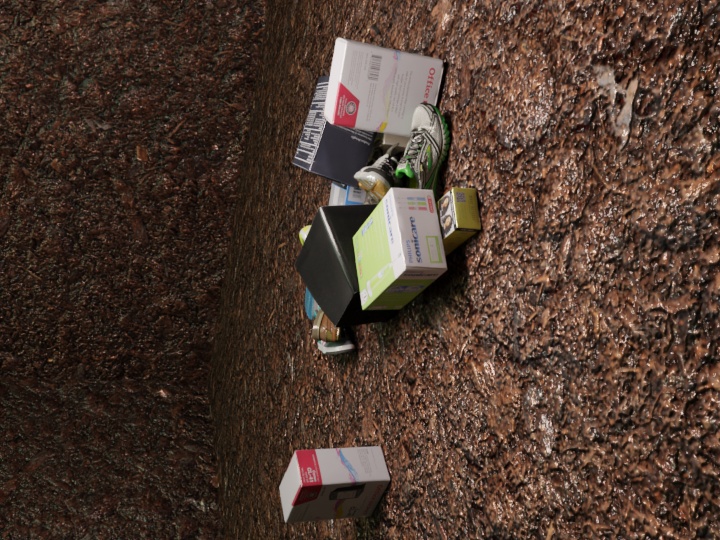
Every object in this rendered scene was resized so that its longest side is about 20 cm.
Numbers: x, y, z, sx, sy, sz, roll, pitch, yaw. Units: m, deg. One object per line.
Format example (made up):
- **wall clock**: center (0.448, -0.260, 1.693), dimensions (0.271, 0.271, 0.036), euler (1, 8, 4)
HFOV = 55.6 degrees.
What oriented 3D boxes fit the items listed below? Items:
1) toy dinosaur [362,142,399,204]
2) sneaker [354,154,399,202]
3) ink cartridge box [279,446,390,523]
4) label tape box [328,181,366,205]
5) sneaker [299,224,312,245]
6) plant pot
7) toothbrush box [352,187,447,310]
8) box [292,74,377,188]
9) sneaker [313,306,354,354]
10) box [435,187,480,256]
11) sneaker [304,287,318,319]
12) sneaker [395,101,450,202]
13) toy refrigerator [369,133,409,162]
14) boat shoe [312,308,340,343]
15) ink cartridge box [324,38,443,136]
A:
- **toy dinosaur**: center (0.052, -0.199, 1.443), dimensions (0.102, 0.077, 0.200), euler (45, 132, 3)
- **sneaker**: center (0.040, -0.185, 1.292), dimensions (0.088, 0.075, 0.200), euler (-51, 5, 3)
- **ink cartridge box**: center (-0.055, 0.441, 1.408), dimensions (0.087, 0.195, 0.150), euler (-108, 30, -45)
- **label tape box**: center (-0.039, -0.186, 1.695), dimensions (0.200, 0.064, 0.147), euler (-144, 61, -65)
- **sneaker**: center (-0.089, -0.039, 1.807), dimensions (0.076, 0.103, 0.203), euler (52, 163, 48)
- **plant pot**: center (0.000, 0.000, 1.387), dimensions (0.201, 0.195, 0.181), euler (-58, 44, 50)
- **toothbrush box**: center (0.063, -0.032, 1.207), dimensions (0.200, 0.084, 0.149), euler (130, 136, -60)
- **box**: center (-0.046, -0.295, 1.447), dimensions (0.200, 0.121, 0.203), euler (-140, 69, -70)
- **sneaker**: center (-0.063, 0.137, 1.675), dimensions (0.199, 0.081, 0.124), euler (-179, 84, -71)
- **box**: center (0.139, -0.069, 1.196), dimensions (0.200, 0.049, 0.077), euler (137, 131, -63)
- **sneaker**: center (-0.091, 0.027, 1.756), dimensions (0.077, 0.079, 0.205), euler (47, 134, 52)
- **sneaker**: center (0.109, -0.203, 1.241), dimensions (0.077, 0.084, 0.206), euler (5, 92, 49)
- **toy refrigerator**: center (0.042, -0.292, 1.486), dimensions (0.199, 0.068, 0.078), euler (-179, 94, -69)
- **boat shoe**: center (-0.055, 0.085, 1.626), dimensions (0.073, 0.066, 0.204), euler (79, -158, -55)
- **ink cartridge box**: center (0.041, -0.341, 1.290), dimensions (0.086, 0.195, 0.151), euler (-129, 48, -62)
